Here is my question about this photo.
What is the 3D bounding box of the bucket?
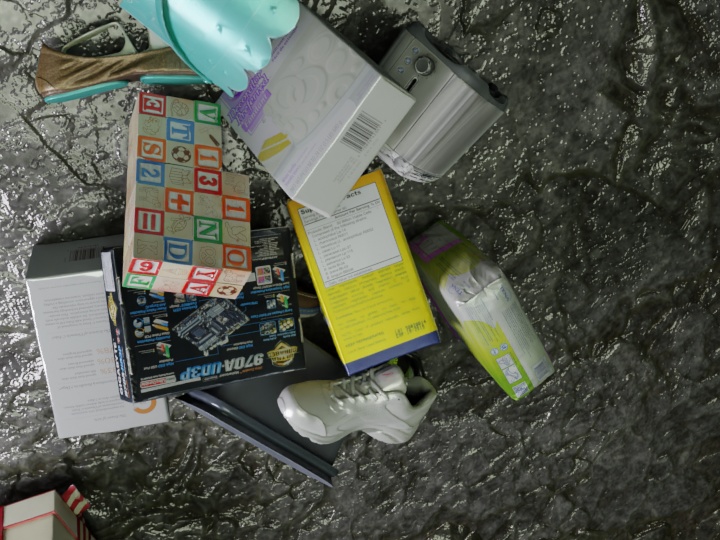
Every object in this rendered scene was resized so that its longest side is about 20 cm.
[{"bbox_3d":[-0.122,-0.283,0.897,0.135,0.207,0.207,31,104,-19],"label":"bucket"}]

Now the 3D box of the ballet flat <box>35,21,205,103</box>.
[{"bbox_3d":[-0.233,-0.219,0.979,0.200,0.068,0.072,-8,96,-6],"label":"ballet flat"}]

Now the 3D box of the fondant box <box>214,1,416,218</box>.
[{"bbox_3d":[-0.052,-0.168,0.958,0.058,0.200,0.144,24,108,-43],"label":"fondant box"}]

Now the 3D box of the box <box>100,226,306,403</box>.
[{"bbox_3d":[-0.161,0.042,1.010,0.200,0.046,0.159,-9,95,-29],"label":"box"}]

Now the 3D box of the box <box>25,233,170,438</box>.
[{"bbox_3d":[-0.290,0.071,1.072,0.124,0.098,0.200,-8,115,-10],"label":"box"}]

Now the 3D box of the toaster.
[{"bbox_3d":[0.071,-0.172,1.016,0.114,0.200,0.129,46,105,13],"label":"toaster"}]

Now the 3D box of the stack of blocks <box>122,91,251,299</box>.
[{"bbox_3d":[-0.175,-0.077,0.967,0.115,0.200,0.059,7,149,-22],"label":"stack of blocks"}]

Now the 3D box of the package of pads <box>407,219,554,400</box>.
[{"bbox_3d":[0.130,0.036,1.097,0.068,0.200,0.155,-34,117,-3],"label":"package of pads"}]

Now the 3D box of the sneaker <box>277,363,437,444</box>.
[{"bbox_3d":[0.001,0.137,1.068,0.200,0.078,0.099,6,133,-40],"label":"sneaker"}]

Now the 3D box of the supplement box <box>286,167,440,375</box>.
[{"bbox_3d":[0.000,0.000,1.062,0.109,0.110,0.200,-19,93,-4],"label":"supplement box"}]

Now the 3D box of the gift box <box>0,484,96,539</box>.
[{"bbox_3d":[-0.401,0.369,1.130,0.184,0.187,0.200,-15,132,-4],"label":"gift box"}]

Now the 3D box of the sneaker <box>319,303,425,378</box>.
[{"bbox_3d":[0.025,0.093,1.157,0.074,0.087,0.200,-36,118,-4],"label":"sneaker"}]

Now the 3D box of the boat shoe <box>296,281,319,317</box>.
[{"bbox_3d":[-0.125,-0.006,1.090,0.200,0.072,0.072,22,99,-25],"label":"boat shoe"}]

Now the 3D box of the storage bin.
[{"bbox_3d":[-0.097,0.146,1.143,0.200,0.145,0.134,37,74,-25],"label":"storage bin"}]
